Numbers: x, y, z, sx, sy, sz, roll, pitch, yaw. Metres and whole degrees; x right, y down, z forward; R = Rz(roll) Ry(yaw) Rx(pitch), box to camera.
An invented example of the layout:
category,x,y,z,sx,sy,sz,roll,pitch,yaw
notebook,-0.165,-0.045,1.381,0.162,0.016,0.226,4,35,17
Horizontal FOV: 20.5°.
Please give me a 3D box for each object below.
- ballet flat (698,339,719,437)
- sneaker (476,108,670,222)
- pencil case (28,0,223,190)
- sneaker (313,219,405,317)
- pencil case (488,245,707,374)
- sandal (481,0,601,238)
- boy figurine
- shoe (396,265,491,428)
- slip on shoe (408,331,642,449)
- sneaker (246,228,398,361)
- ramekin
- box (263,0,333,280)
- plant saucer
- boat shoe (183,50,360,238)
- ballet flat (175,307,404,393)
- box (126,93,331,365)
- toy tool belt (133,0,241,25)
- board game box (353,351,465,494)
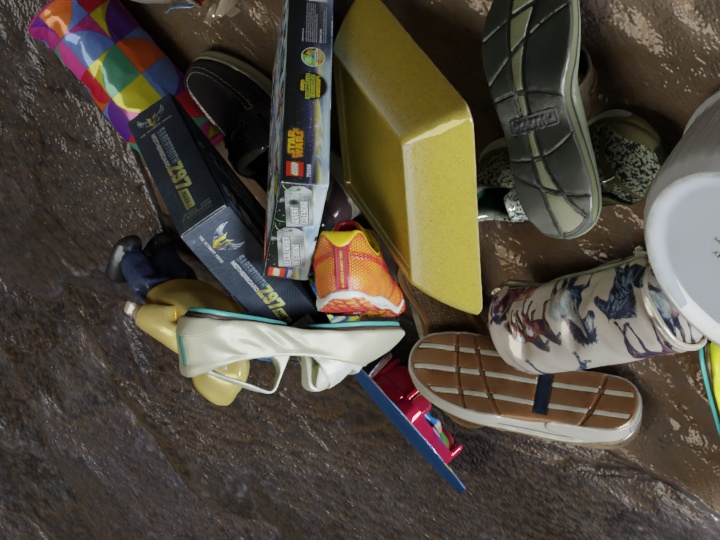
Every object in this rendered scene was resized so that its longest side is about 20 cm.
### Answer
category,x,y,z,sx,sy,sz,roll,pitch,yaw
ballet flat,0.306,0.130,1.546,0.067,0.067,0.201,-4,123,15
sneaker,0.149,-0.062,1.500,0.200,0.089,0.077,-11,115,50
pencil case,-0.206,-0.167,1.778,0.200,0.088,0.088,52,144,-3
sneaker,0.000,0.000,1.622,0.200,0.073,0.078,83,-174,-85
pencil case,0.184,0.031,1.561,0.200,0.078,0.090,-15,91,51
sandal,0.139,-0.124,1.447,0.080,0.057,0.202,-4,95,37
boy figurine,-0.158,0.045,1.887,0.200,0.124,0.065,49,129,31
shoe,0.082,0.050,1.714,0.070,0.053,0.201,-10,125,14
slip on shoe,0.137,0.104,1.665,0.199,0.076,0.061,10,155,12
sneaker,-0.042,0.035,1.774,0.076,0.105,0.200,49,145,-2
ramekin,0.289,-0.028,1.374,0.200,0.105,0.201,28,139,27
box,-0.049,-0.113,1.569,0.040,0.201,0.137,4,148,-6
plant saucer,0.029,-0.088,1.557,0.200,0.048,0.201,-125,22,-46
boat shoe,-0.083,-0.108,1.718,0.200,0.065,0.072,44,146,6
ballet flat,-0.057,0.069,1.621,0.069,0.199,0.070,-175,90,-66
box,-0.106,-0.033,1.668,0.200,0.051,0.158,53,-175,-45
toy tool belt,-0.118,-0.262,1.591,0.123,0.125,0.200,23,160,-31
board game box,0.053,0.127,1.790,0.158,0.039,0.200,48,175,7
